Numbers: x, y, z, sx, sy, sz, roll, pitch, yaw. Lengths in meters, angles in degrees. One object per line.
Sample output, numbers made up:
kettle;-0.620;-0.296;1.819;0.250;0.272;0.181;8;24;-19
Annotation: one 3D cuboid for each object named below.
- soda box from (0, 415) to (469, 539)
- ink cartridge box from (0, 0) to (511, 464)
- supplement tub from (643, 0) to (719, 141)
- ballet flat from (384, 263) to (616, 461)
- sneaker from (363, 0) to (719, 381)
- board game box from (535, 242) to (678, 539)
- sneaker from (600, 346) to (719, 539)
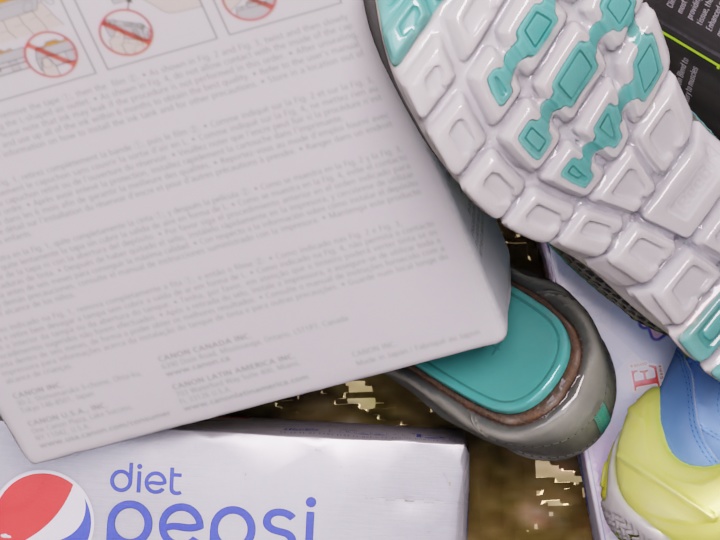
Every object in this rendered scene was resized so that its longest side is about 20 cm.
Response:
soda box;-0.064;0.082;0.896;0.200;0.063;0.068;2;91;2
ink cartridge box;-0.062;-0.046;0.791;0.160;0.047;0.200;-15;122;14
supplement tub;0.124;-0.096;0.850;0.200;0.123;0.123;34;90;20
ballet flat;0.000;0.000;0.892;0.200;0.064;0.067;35;87;26
sneaker;0.058;-0.040;0.790;0.078;0.091;0.200;-49;124;-6
board game box;0.173;0.062;0.902;0.199;0.041;0.200;-10;89;1
sneaker;0.180;0.061;0.843;0.200;0.076;0.105;16;89;2
